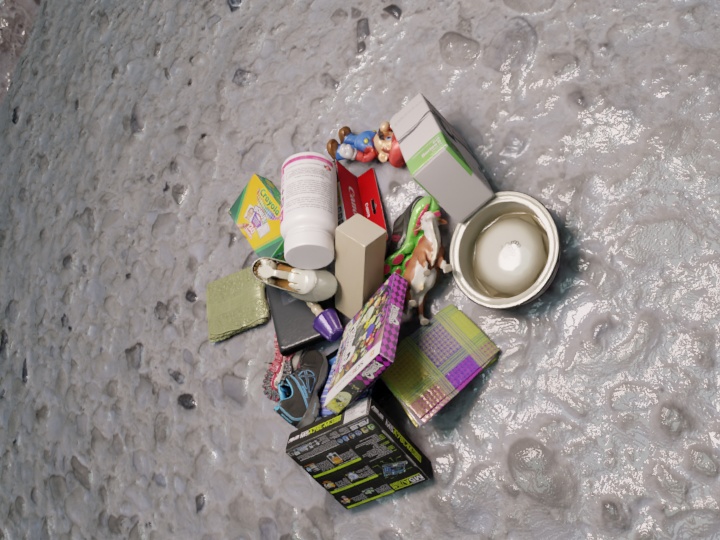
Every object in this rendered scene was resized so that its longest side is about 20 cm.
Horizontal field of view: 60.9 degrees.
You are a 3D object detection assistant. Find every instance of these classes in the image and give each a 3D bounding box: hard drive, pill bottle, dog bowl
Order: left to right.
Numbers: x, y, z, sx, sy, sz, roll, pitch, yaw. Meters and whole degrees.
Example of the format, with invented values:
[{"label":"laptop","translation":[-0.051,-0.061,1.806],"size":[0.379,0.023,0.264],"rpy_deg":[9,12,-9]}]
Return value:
[{"label":"hard drive","translation":[-0.124,0.064,1.295],"size":[0.137,0.033,0.203],"rpy_deg":[-20,60,5]},{"label":"pill bottle","translation":[-0.099,-0.114,1.176],"size":[0.112,0.113,0.204],"rpy_deg":[-21,57,29]},{"label":"dog bowl","translation":[0.257,-0.029,1.063],"size":[0.196,0.073,0.205],"rpy_deg":[-9,74,34]}]

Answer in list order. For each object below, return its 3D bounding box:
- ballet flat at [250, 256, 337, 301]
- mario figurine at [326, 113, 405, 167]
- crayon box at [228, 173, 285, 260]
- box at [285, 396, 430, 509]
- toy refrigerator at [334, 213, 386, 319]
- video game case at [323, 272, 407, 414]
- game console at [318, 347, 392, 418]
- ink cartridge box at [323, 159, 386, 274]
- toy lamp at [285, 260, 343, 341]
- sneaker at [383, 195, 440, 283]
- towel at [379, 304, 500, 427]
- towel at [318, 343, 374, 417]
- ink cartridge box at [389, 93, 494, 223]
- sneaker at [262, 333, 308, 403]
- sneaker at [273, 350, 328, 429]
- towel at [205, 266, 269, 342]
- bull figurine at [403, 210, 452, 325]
[{"label":"ballet flat","translation":[-0.137,0.017,1.202],"size":[0.196,0.063,0.069],"rpy_deg":[13,86,33]},{"label":"mario figurine","translation":[0.024,-0.277,1.261],"size":[0.196,0.105,0.127],"rpy_deg":[7,81,34]},{"label":"crayon box","translation":[-0.216,-0.115,1.425],"size":[0.119,0.058,0.201],"rpy_deg":[-50,57,16]},{"label":"box","translation":[-0.004,0.336,1.107],"size":[0.198,0.194,0.048],"rpy_deg":[-30,27,26]},{"label":"toy refrigerator","translation":[0.000,0.000,1.172],"size":[0.075,0.070,0.203],"rpy_deg":[32,139,29]},{"label":"video game case","translation":[0.011,0.127,1.080],"size":[0.182,0.035,0.202],"rpy_deg":[-49,17,38]},{"label":"game console","translation":[-0.031,0.224,1.190],"size":[0.199,0.176,0.117],"rpy_deg":[-36,91,24]},{"label":"ink cartridge box","translation":[-0.046,-0.117,1.271],"size":[0.174,0.083,0.204],"rpy_deg":[-30,54,26]},{"label":"toy lamp","translation":[-0.102,0.062,1.238],"size":[0.059,0.058,0.200],"rpy_deg":[-51,58,14]},{"label":"sneaker","translation":[0.092,-0.055,1.198],"size":[0.202,0.076,0.084],"rpy_deg":[-59,20,18]},{"label":"towel","translation":[0.133,0.164,1.091],"size":[0.199,0.023,0.144],"rpy_deg":[-39,59,-10]},{"label":"towel","translation":[-0.013,0.183,1.171],"size":[0.143,0.024,0.203],"rpy_deg":[-18,41,45]},{"label":"ink cartridge box","translation":[0.142,-0.205,1.098],"size":[0.084,0.145,0.202],"rpy_deg":[-39,36,21]},{"label":"sneaker","translation":[-0.149,0.182,1.309],"size":[0.079,0.075,0.204],"rpy_deg":[13,75,25]},{"label":"sneaker","translation":[-0.114,0.217,1.196],"size":[0.074,0.081,0.201],"rpy_deg":[-51,17,26]},{"label":"towel","translation":[-0.296,0.077,1.454],"size":[0.197,0.036,0.152],"rpy_deg":[-22,67,30]},{"label":"bull figurine","translation":[0.117,-0.003,1.118],"size":[0.122,0.064,0.204],"rpy_deg":[-97,19,-60]}]
